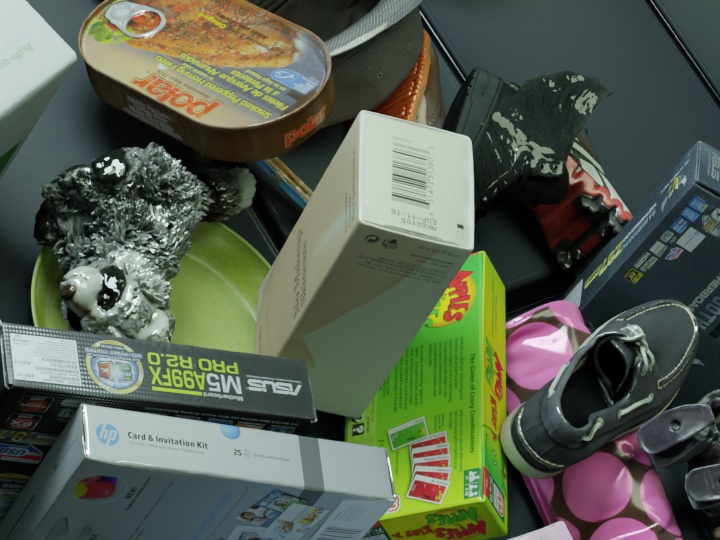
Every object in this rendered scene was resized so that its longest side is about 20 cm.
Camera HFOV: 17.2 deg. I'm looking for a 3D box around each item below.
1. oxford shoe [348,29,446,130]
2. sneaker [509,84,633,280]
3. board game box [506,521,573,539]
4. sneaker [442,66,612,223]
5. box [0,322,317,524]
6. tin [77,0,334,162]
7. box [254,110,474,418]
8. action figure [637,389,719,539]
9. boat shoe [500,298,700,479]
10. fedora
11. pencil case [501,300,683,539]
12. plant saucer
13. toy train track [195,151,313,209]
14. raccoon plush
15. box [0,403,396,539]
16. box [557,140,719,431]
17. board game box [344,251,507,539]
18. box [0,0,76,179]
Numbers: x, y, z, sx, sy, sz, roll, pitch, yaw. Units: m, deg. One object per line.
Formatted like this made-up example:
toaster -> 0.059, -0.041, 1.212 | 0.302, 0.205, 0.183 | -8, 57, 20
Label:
oxford shoe -> 0.037, -0.090, 1.760 | 0.073, 0.071, 0.201 | 36, 47, -33
sneaker -> 0.158, -0.064, 1.803 | 0.201, 0.071, 0.098 | 46, 31, -8
board game box -> 0.006, 0.229, 1.398 | 0.198, 0.200, 0.044 | -14, 68, -38
sneaker -> 0.105, -0.072, 1.692 | 0.104, 0.060, 0.201 | 27, 57, -10
box -> -0.148, 0.102, 1.422 | 0.199, 0.160, 0.045 | 9, 52, -28
tin -> -0.104, -0.135, 1.599 | 0.199, 0.042, 0.112 | 29, 52, 35
box -> 0.000, 0.000, 1.519 | 0.077, 0.200, 0.096 | 13, 50, -16
action figure -> 0.252, 0.146, 1.662 | 0.131, 0.069, 0.200 | 65, 9, 18
boat shoe -> 0.176, 0.071, 1.595 | 0.200, 0.063, 0.073 | -34, 83, -39
fedora -> -0.026, -0.165, 1.724 | 0.200, 0.176, 0.091 | -48, 131, -35
pencil case -> 0.147, 0.127, 1.645 | 0.093, 0.091, 0.201 | -18, 69, -22
plant saucer -> -0.129, 0.044, 1.568 | 0.199, 0.031, 0.201 | 18, 50, -22
toy train track -> -0.085, -0.081, 1.685 | 0.200, 0.033, 0.115 | 43, 20, -7
raccoon plush -> -0.119, -0.005, 1.532 | 0.199, 0.097, 0.135 | -10, 72, -38
box -> -0.102, 0.149, 1.421 | 0.199, 0.156, 0.041 | 9, 51, -27
box -> 0.252, 0.018, 1.714 | 0.157, 0.200, 0.051 | 28, 42, -13
board game box -> 0.044, 0.089, 1.593 | 0.048, 0.101, 0.201 | 57, 27, -47
box -> -0.325, -0.110, 1.455 | 0.200, 0.171, 0.199 | 44, 46, 3
